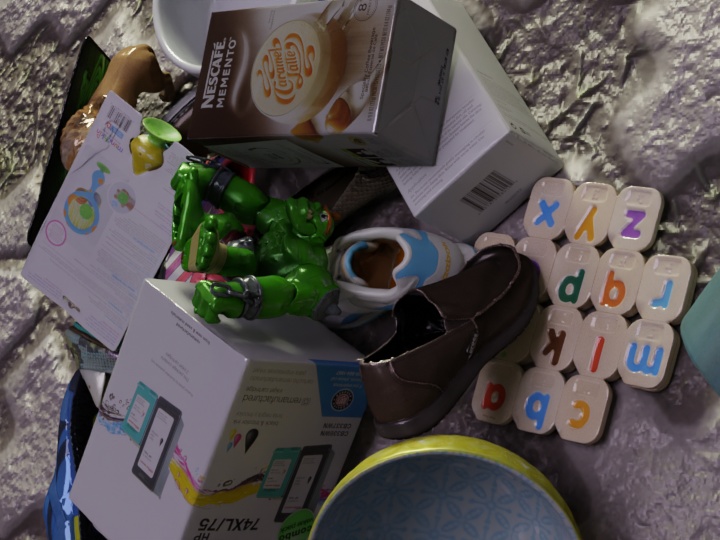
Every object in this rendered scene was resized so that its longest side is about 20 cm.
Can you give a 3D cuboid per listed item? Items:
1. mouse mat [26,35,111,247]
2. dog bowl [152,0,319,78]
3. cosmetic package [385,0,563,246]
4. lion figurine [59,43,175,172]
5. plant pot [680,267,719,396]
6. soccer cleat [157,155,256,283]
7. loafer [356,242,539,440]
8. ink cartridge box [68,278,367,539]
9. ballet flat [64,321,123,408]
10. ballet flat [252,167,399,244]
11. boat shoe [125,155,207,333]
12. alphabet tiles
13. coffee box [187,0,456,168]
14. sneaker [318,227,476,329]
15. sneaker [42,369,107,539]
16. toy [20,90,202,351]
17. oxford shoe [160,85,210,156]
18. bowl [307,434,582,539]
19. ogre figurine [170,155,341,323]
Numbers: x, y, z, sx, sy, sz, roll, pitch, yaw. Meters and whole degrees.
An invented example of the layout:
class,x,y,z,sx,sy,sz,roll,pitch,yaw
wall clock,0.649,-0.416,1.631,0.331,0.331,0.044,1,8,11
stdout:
class,x,y,z,sx,sy,sz,roll,pitch,yaw
mouse mat,-0.262,-0.106,1.618,0.008,0.161,0.200,12,82,9
dog bowl,-0.093,-0.259,1.570,0.200,0.079,0.201,-16,64,35
cosmetic package,0.063,-0.133,1.386,0.108,0.085,0.200,-41,51,21
lion figurine,-0.223,-0.149,1.579,0.072,0.123,0.200,9,58,5
plant pot,0.315,0.010,1.060,0.196,0.200,0.200,-54,48,23
soccer cleat,-0.124,-0.020,1.477,0.073,0.068,0.200,-31,41,36
loafer,0.066,0.037,1.256,0.073,0.071,0.200,-8,31,40
ink cartridge box,-0.110,0.131,1.369,0.146,0.147,0.200,34,109,42
ballet flat,-0.193,0.099,1.524,0.200,0.069,0.071,14,86,33
ballet flat,-0.040,-0.051,1.467,0.200,0.046,0.067,-33,56,31
boat shoe,-0.187,-0.041,1.588,0.075,0.075,0.203,-158,88,-77
alphabet tiles,0.156,0.028,1.294,0.200,0.015,0.196,9,80,42
coffee box,-0.033,-0.145,1.360,0.200,0.080,0.115,1,76,40
sneaker,0.000,0.000,1.389,0.200,0.081,0.077,-12,67,47
sneaker,-0.258,0.185,1.554,0.078,0.066,0.201,-23,60,37
toy,-0.205,-0.044,1.488,0.115,0.047,0.200,38,119,15
oxford shoe,-0.084,-0.132,1.478,0.200,0.073,0.085,-23,62,0
bowl,0.064,0.196,1.231,0.200,0.200,0.108,-45,9,19
ogre figurine,-0.082,-0.018,1.347,0.200,0.120,0.098,-142,66,-67
